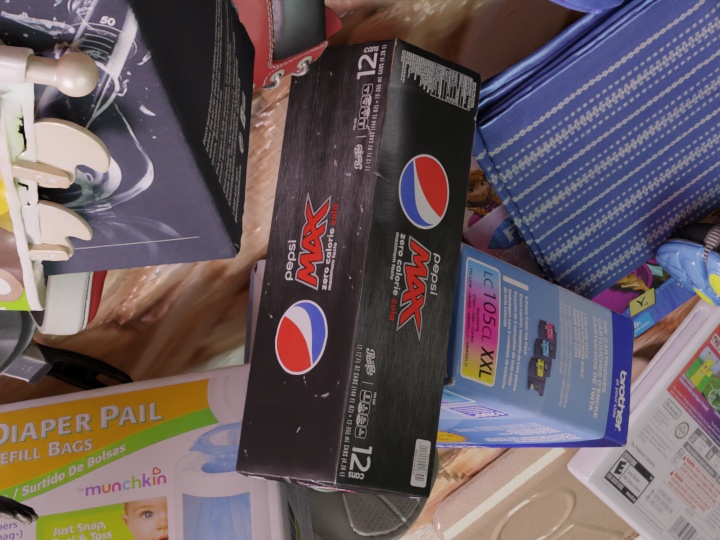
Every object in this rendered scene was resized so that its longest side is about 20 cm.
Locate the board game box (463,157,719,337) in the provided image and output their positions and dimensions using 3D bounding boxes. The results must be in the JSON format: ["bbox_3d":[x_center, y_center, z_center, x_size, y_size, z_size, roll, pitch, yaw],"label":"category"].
[{"bbox_3d":[0.160,-0.045,1.012,0.200,0.041,0.200,-36,144,3],"label":"board game box"}]

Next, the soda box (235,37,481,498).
[{"bbox_3d":[0.000,0.000,0.821,0.063,0.071,0.200,16,79,-43],"label":"soda box"}]

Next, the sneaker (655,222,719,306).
[{"bbox_3d":[0.229,-0.016,1.003,0.200,0.071,0.083,-1,123,-55],"label":"sneaker"}]

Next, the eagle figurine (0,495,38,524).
[{"bbox_3d":[-0.220,0.075,0.723,0.151,0.200,0.152,-35,144,3],"label":"eagle figurine"}]

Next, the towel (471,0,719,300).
[{"bbox_3d":[0.133,-0.067,0.919,0.145,0.024,0.200,-36,145,0],"label":"towel"}]

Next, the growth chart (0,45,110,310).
[{"bbox_3d":[-0.163,-0.018,0.596,0.145,0.018,0.200,11,144,-14],"label":"growth chart"}]

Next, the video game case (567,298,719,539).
[{"bbox_3d":[0.238,0.101,1.211,0.182,0.023,0.200,-51,139,-2],"label":"video game case"}]

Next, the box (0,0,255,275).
[{"bbox_3d":[-0.154,-0.087,0.603,0.200,0.104,0.182,-6,143,10],"label":"box"}]

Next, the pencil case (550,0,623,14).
[{"bbox_3d":[0.132,-0.199,0.781,0.087,0.078,0.200,31,114,-20],"label":"pencil case"}]

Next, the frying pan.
[{"bbox_3d":[-0.187,0.044,0.863,0.115,0.031,0.190,-30,141,-4],"label":"frying pan"}]

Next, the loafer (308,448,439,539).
[{"bbox_3d":[-0.029,0.155,1.042,0.063,0.072,0.200,-39,-176,47],"label":"loafer"}]

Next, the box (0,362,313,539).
[{"bbox_3d":[-0.128,0.130,0.882,0.200,0.113,0.101,-10,144,3],"label":"box"}]

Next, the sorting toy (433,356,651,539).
[{"bbox_3d":[0.159,0.153,1.251,0.185,0.036,0.200,-39,139,6],"label":"sorting toy"}]

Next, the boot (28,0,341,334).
[{"bbox_3d":[-0.079,-0.062,0.784,0.144,0.072,0.200,-11,133,-31],"label":"boot"}]

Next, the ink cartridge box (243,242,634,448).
[{"bbox_3d":[0.054,0.048,0.954,0.136,0.076,0.200,-5,165,38],"label":"ink cartridge box"}]
